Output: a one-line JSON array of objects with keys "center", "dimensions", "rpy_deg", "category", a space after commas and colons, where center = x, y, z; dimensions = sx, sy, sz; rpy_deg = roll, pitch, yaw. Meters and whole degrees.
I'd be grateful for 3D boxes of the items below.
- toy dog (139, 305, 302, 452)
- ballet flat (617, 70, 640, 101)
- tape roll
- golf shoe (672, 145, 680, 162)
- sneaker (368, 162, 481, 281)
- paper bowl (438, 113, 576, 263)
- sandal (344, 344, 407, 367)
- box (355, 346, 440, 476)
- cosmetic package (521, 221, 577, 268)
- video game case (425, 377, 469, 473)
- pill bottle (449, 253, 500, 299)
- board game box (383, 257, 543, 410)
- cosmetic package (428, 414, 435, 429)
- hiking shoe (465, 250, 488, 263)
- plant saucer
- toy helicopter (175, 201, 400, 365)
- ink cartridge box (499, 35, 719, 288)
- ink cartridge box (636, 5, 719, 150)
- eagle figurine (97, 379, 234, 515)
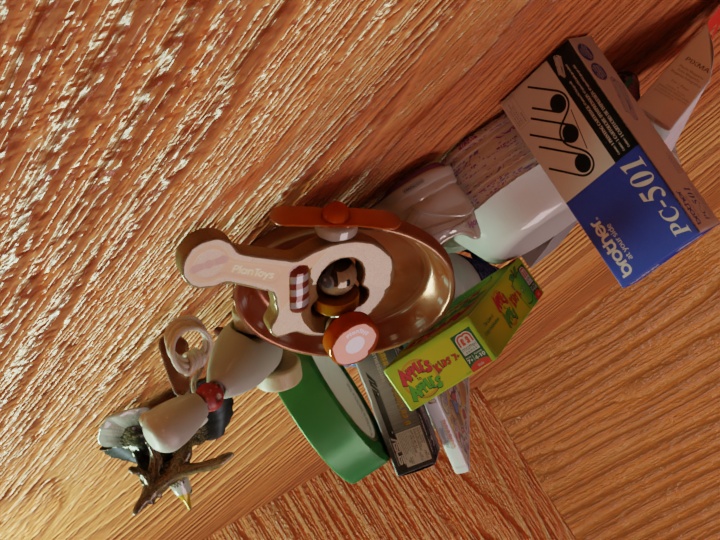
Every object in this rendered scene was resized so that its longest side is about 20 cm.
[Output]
[{"center": [-0.146, 0.093, 1.160], "dimensions": [0.096, 0.133, 0.200], "rpy_deg": [7, -169, 37], "category": "toy dog"}, {"center": [0.271, -0.161, 1.310], "dimensions": [0.071, 0.069, 0.200], "rpy_deg": [-51, 170, -8], "category": "ballet flat"}, {"center": [-0.041, 0.136, 1.337], "dimensions": [0.048, 0.201, 0.200], "rpy_deg": [-34, 169, 6], "category": "tape roll"}, {"center": [0.337, -0.136, 1.491], "dimensions": [0.199, 0.098, 0.078], "rpy_deg": [-19, 164, -45], "category": "golf shoe"}, {"center": [0.021, -0.012, 1.137], "dimensions": [0.200, 0.100, 0.075], "rpy_deg": [-35, 178, 15], "category": "sneaker"}, {"center": [0.160, -0.084, 1.214], "dimensions": [0.200, 0.105, 0.201], "rpy_deg": [-30, 168, -7], "category": "paper bowl"}, {"center": [-0.007, 0.092, 1.542], "dimensions": [0.200, 0.087, 0.079], "rpy_deg": [-36, 170, 25], "category": "sandal"}, {"center": [0.035, 0.130, 1.410], "dimensions": [0.048, 0.201, 0.158], "rpy_deg": [-20, 175, 5], "category": "box"}, {"center": [0.217, -0.076, 1.447], "dimensions": [0.051, 0.083, 0.200], "rpy_deg": [-37, 171, -15], "category": "cosmetic package"}, {"center": [0.103, 0.123, 1.536], "dimensions": [0.023, 0.183, 0.200], "rpy_deg": [-15, -147, 15], "category": "video game case"}, {"center": [0.101, 0.037, 1.389], "dimensions": [0.116, 0.116, 0.200], "rpy_deg": [-36, 160, 17], "category": "pill bottle"}, {"center": [0.104, 0.057, 1.169], "dimensions": [0.101, 0.048, 0.200], "rpy_deg": [-34, -178, 25], "category": "board game box"}, {"center": [0.066, 0.127, 1.617], "dimensions": [0.074, 0.102, 0.200], "rpy_deg": [-22, -160, 16], "category": "cosmetic package"}, {"center": [0.139, -0.052, 1.425], "dimensions": [0.086, 0.075, 0.200], "rpy_deg": [-4, 168, -5], "category": "hiking shoe"}, {"center": [-0.015, 0.012, 1.092], "dimensions": [0.199, 0.032, 0.201], "rpy_deg": [-3, 144, -2], "category": "plant saucer"}, {"center": [-0.053, -0.005, 0.969], "dimensions": [0.199, 0.079, 0.133], "rpy_deg": [11, 119, -38], "category": "toy helicopter"}, {"center": [0.215, -0.095, 1.059], "dimensions": [0.044, 0.201, 0.094], "rpy_deg": [-20, 163, -47], "category": "ink cartridge box"}, {"center": [0.325, -0.170, 1.230], "dimensions": [0.200, 0.057, 0.163], "rpy_deg": [-43, 163, -21], "category": "ink cartridge box"}, {"center": [-0.224, 0.204, 1.402], "dimensions": [0.151, 0.152, 0.200], "rpy_deg": [9, -164, -8], "category": "eagle figurine"}]
